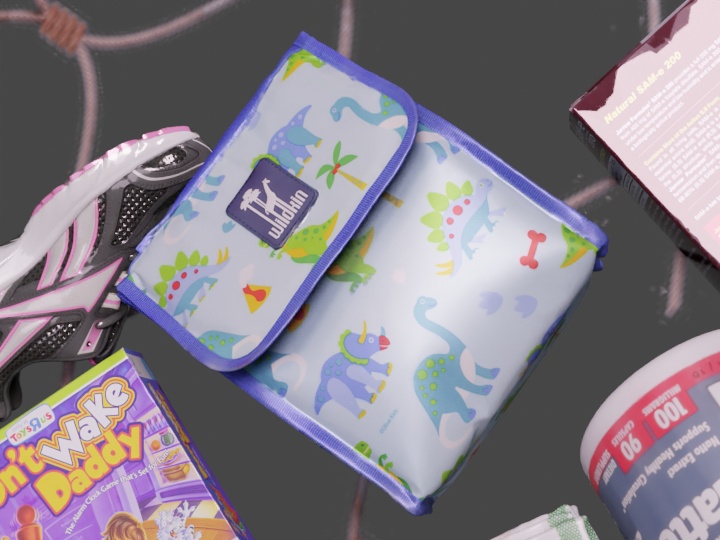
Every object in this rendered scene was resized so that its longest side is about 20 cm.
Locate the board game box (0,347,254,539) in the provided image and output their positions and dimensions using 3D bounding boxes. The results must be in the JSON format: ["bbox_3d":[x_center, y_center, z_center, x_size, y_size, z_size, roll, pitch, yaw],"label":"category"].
[{"bbox_3d":[-0.169,0.153,1.015,0.199,0.045,0.135,-34,81,2],"label":"board game box"}]

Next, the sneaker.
[{"bbox_3d":[-0.148,0.004,1.025,0.200,0.080,0.087,-38,93,9],"label":"sneaker"}]

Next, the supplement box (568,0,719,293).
[{"bbox_3d":[0.212,-0.041,0.986,0.109,0.061,0.200,-41,82,0],"label":"supplement box"}]

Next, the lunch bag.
[{"bbox_3d":[0.000,0.000,0.972,0.199,0.127,0.170,36,86,9],"label":"lunch bag"}]

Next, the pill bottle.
[{"bbox_3d":[0.200,0.137,0.905,0.119,0.120,0.201,-32,58,2],"label":"pill bottle"}]

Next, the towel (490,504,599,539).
[{"bbox_3d":[0.050,0.224,0.979,0.199,0.031,0.150,-23,71,4],"label":"towel"}]
